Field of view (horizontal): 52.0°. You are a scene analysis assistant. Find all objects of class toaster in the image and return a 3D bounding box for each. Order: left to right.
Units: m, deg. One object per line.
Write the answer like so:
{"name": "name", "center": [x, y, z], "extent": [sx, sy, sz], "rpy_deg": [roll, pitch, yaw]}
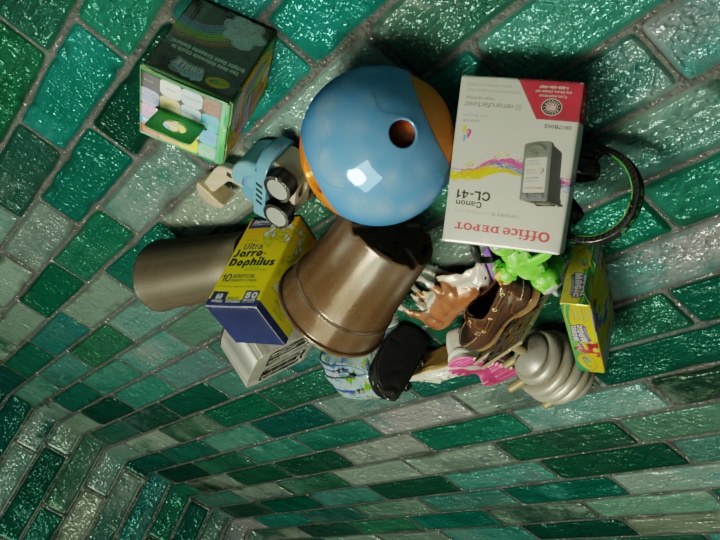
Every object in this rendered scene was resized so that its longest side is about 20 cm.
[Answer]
{"name": "toaster", "center": [-0.171, 0.117, 1.409], "extent": [0.119, 0.200, 0.181], "rpy_deg": [56, 150, 16]}

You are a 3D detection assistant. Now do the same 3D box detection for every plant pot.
{"name": "plant pot", "center": [0.000, 0.000, 1.162], "extent": [0.200, 0.200, 0.198], "rpy_deg": [29, 128, -10]}

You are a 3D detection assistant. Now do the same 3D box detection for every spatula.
{"name": "spatula", "center": [0.182, -0.018, 1.095], "extent": [0.021, 0.057, 0.200], "rpy_deg": [-22, 166, 15]}

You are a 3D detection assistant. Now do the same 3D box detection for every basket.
{"name": "basket", "center": [-0.288, -0.003, 1.373], "extent": [0.199, 0.180, 0.136], "rpy_deg": [-8, 103, 25]}

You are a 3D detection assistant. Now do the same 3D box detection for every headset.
{"name": "headset", "center": [0.255, -0.110, 0.939], "extent": [0.200, 0.124, 0.094], "rpy_deg": [28, -169, 37]}

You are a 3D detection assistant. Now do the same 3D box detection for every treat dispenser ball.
{"name": "treat dispenser ball", "center": [0.022, -0.157, 0.938], "extent": [0.200, 0.201, 0.201], "rpy_deg": [15, 145, 11]}

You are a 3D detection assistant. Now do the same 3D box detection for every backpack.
{"name": "backpack", "center": [0.013, 0.180, 1.459], "extent": [0.154, 0.163, 0.200], "rpy_deg": [39, 150, -9]}

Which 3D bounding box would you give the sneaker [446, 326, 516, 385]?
{"name": "sneaker", "center": [0.229, 0.151, 1.353], "extent": [0.081, 0.088, 0.200], "rpy_deg": [-31, 143, 31]}

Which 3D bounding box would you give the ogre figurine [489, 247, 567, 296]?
{"name": "ogre figurine", "center": [0.226, -0.041, 1.047], "extent": [0.098, 0.120, 0.200], "rpy_deg": [-21, 125, 20]}

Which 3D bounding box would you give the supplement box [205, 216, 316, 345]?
{"name": "supplement box", "center": [-0.159, 0.016, 1.274], "extent": [0.109, 0.200, 0.110], "rpy_deg": [-1, 140, 29]}

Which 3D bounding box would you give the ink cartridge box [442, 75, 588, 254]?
{"name": "ink cartridge box", "center": [0.186, -0.126, 0.892], "extent": [0.147, 0.201, 0.086], "rpy_deg": [8, -175, 18]}

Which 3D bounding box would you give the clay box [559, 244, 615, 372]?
{"name": "clay box", "center": [0.344, 0.051, 1.116], "extent": [0.047, 0.115, 0.200], "rpy_deg": [1, 140, 30]}

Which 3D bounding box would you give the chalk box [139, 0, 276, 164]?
{"name": "chalk box", "center": [-0.209, -0.232, 0.965], "extent": [0.124, 0.200, 0.124], "rpy_deg": [24, 146, -2]}

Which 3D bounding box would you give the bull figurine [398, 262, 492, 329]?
{"name": "bull figurine", "center": [0.141, 0.039, 1.259], "extent": [0.121, 0.065, 0.200], "rpy_deg": [28, 143, -1]}

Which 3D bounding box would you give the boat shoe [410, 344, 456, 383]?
{"name": "boat shoe", "center": [0.145, 0.195, 1.462], "extent": [0.200, 0.071, 0.069], "rpy_deg": [-15, 131, 40]}

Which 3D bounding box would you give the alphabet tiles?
{"name": "alphabet tiles", "center": [0.242, 0.083, 1.161], "extent": [0.008, 0.167, 0.200], "rpy_deg": [36, 151, 1]}

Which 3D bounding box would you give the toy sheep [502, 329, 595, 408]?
{"name": "toy sheep", "center": [0.324, 0.166, 1.270], "extent": [0.200, 0.138, 0.138], "rpy_deg": [24, 149, -32]}

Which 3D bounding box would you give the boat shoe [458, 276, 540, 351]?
{"name": "boat shoe", "center": [0.197, 0.063, 1.151], "extent": [0.070, 0.071, 0.200], "rpy_deg": [9, 144, -19]}

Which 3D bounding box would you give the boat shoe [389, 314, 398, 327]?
{"name": "boat shoe", "center": [-0.003, 0.065, 1.374], "extent": [0.201, 0.070, 0.072], "rpy_deg": [2, 106, 55]}

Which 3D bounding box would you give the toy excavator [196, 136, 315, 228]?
{"name": "toy excavator", "center": [-0.170, -0.148, 1.171], "extent": [0.200, 0.100, 0.195], "rpy_deg": [30, 145, 12]}
